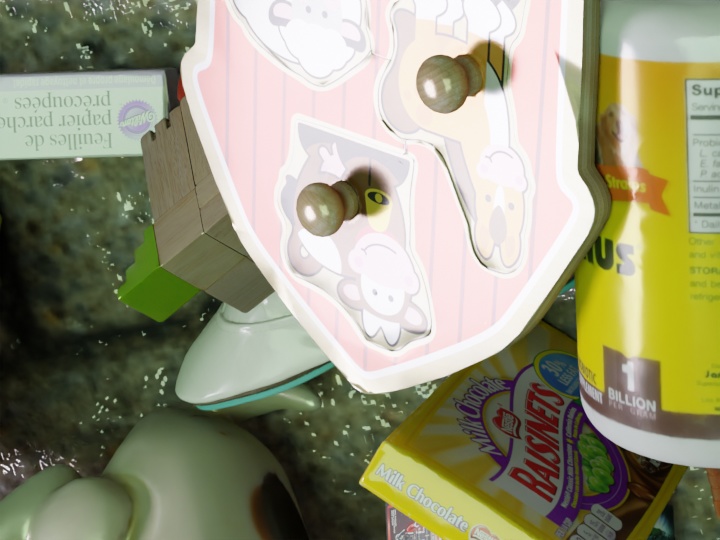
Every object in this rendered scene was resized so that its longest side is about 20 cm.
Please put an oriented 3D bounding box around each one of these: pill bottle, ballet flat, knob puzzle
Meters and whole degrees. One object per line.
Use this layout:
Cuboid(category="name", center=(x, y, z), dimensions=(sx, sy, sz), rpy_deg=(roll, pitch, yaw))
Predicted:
Cuboid(category="pill bottle", center=(0.126, -0.041, 0.818), dimensions=(0.109, 0.109, 0.201), rpy_deg=(2, 109, 19))
Cuboid(category="ballet flat", center=(0.000, 0.000, 1.020), dimensions=(0.199, 0.069, 0.070), rpy_deg=(-19, 99, 18))
Cuboid(category="knob puzzle", center=(0.001, -0.045, 0.838), dimensions=(0.219, 0.030, 0.220), rpy_deg=(19, 119, 38))

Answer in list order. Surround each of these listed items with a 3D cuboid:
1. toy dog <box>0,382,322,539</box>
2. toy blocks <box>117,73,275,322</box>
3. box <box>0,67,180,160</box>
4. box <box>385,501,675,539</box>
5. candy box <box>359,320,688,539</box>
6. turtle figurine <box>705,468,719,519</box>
Cuboid(category="toy dog", center=(-0.048, 0.160, 1.030), dimensions=(0.194, 0.140, 0.200), rpy_deg=(-44, 48, -9))
Cuboid(category="toy blocks", center=(-0.023, -0.083, 0.979), dimensions=(0.200, 0.137, 0.100), rpy_deg=(-38, 133, 25))
Cuboid(category="box", center=(-0.181, -0.068, 1.055), dimensions=(0.199, 0.041, 0.039), rpy_deg=(-1, 97, 6))
Cuboid(category="box", center=(0.076, 0.192, 0.972), dimensions=(0.040, 0.137, 0.201), rpy_deg=(-18, 69, 49))
Cuboid(category="candy box", center=(0.075, 0.074, 0.944), dimensions=(0.102, 0.200, 0.026), rpy_deg=(30, 111, 9))
Cuboid(category="turtle figurine", center=(0.241, 0.075, 0.950), dimensions=(0.161, 0.064, 0.200), rpy_deg=(-34, 118, 26))
